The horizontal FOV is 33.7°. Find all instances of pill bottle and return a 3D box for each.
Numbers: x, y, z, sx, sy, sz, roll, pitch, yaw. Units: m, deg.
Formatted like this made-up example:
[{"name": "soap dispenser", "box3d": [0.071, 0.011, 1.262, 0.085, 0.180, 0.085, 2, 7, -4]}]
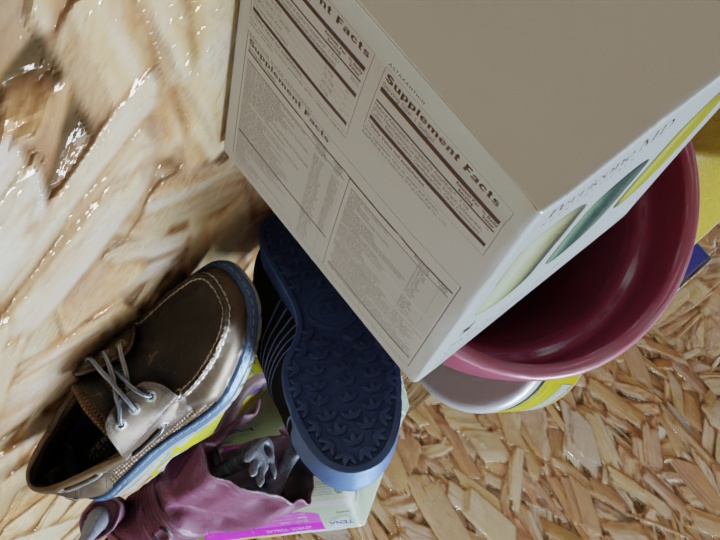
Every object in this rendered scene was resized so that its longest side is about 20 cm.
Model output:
[{"name": "pill bottle", "box3d": [0.116, 0.052, 0.930, 0.114, 0.115, 0.200, -43, 162, 12]}]

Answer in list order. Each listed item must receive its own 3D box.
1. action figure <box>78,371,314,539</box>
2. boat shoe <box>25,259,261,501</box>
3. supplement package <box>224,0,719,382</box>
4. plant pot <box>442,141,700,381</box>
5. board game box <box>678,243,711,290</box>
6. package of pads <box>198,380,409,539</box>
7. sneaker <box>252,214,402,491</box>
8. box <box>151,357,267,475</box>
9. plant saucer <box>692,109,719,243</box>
[{"name": "action figure", "box3d": [-0.132, 0.159, 0.832, 0.199, 0.134, 0.150, -32, -143, 25]}, {"name": "boat shoe", "box3d": [-0.132, 0.075, 0.706, 0.072, 0.072, 0.201, -6, 140, -54]}, {"name": "supplement package", "box3d": [0.049, -0.079, 0.496, 0.151, 0.151, 0.200, -36, 169, -20]}, {"name": "plant pot", "box3d": [0.074, -0.035, 0.713, 0.199, 0.201, 0.179, -38, -175, -14]}, {"name": "board game box", "box3d": [0.190, -0.041, 1.034, 0.097, 0.201, 0.159, -40, 170, -1]}, {"name": "package of pads", "box3d": [-0.053, 0.147, 1.008, 0.153, 0.069, 0.200, -10, -160, 19]}, {"name": "sneaker", "box3d": [-0.023, 0.056, 0.690, 0.069, 0.201, 0.079, -4, 133, -11]}, {"name": "box", "box3d": [-0.130, 0.100, 0.890, 0.117, 0.048, 0.200, -41, 168, -1]}, {"name": "plant saucer", "box3d": [0.159, -0.100, 0.776, 0.048, 0.202, 0.200, -6, 153, -26]}]
